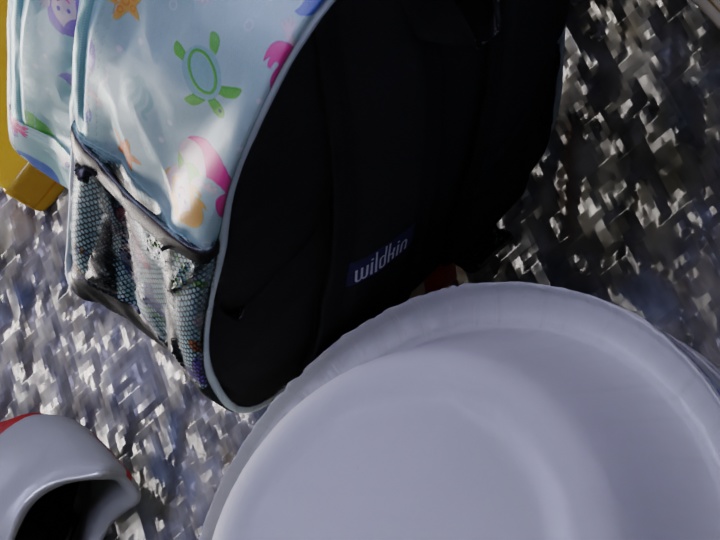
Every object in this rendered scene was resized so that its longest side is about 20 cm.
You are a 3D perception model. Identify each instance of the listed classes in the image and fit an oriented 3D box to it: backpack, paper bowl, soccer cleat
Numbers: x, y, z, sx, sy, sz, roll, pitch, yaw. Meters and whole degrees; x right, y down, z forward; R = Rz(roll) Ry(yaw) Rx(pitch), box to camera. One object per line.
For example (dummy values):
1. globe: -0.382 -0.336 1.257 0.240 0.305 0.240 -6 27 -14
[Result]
1. backpack: -0.017 -0.076 0.822 0.151 0.200 0.177 42 63 15
2. paper bowl: 0.034 0.101 0.783 0.200 0.104 0.201 -12 67 30
3. soccer cleat: -0.148 0.146 0.987 0.085 0.069 0.200 16 74 52

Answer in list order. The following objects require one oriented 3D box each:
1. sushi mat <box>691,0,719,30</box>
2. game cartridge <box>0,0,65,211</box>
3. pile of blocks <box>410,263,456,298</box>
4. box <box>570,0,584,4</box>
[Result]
1. sushi mat: 0.085 -0.172 0.863 0.096 0.200 0.012 -38 -7 -22
2. game cartridge: -0.127 -0.145 1.164 0.176 0.032 0.200 -49 45 11
3. pile of blocks: 0.000 0.000 0.946 0.062 0.082 0.200 -9 61 -10
4. box: 0.027 -0.174 0.974 0.200 0.104 0.148 -11 60 39
